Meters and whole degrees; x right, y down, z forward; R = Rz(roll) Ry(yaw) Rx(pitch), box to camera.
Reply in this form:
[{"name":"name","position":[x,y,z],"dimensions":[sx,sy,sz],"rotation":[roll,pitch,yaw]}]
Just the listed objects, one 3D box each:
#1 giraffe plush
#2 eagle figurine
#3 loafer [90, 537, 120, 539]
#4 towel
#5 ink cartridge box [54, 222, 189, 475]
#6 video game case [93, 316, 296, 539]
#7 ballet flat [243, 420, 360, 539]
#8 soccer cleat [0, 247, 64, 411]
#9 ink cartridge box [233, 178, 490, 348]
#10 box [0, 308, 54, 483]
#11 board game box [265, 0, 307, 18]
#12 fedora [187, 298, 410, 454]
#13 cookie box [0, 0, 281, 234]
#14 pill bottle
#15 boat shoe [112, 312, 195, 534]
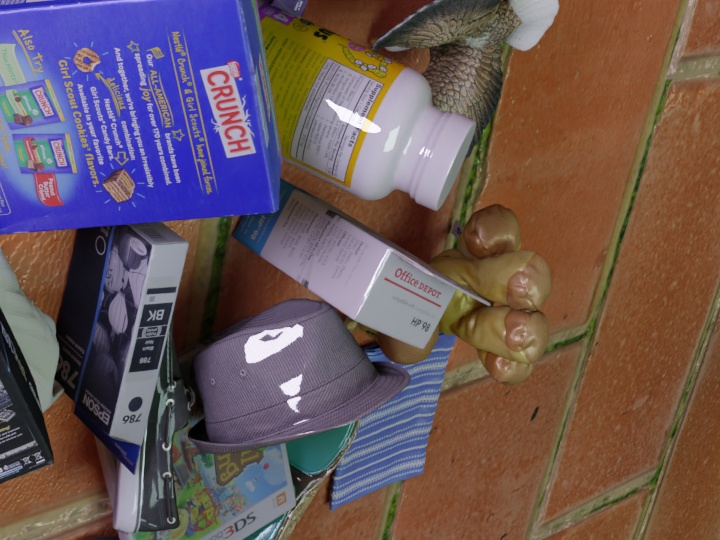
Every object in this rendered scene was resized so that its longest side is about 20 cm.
[{"name":"giraffe plush","position":[0.067,0.026,1.265],"dimensions":[0.160,0.200,0.175],"rotation":[-12,121,-22]},{"name":"eagle figurine","position":[0.074,-0.192,1.119],"dimensions":[0.151,0.201,0.150],"rotation":[40,127,-22]},{"name":"loafer","position":[-0.197,0.304,1.222],"dimensions":[0.072,0.063,0.200],"rotation":[-51,143,-8]},{"name":"towel","position":[0.036,0.155,1.423],"dimensions":[0.144,0.024,0.203],"rotation":[-15,126,-42]},{"name":"ink cartridge box","position":[-0.192,0.050,1.019],"dimensions":[0.039,0.099,0.203],"rotation":[-6,118,-44]},{"name":"video game case","position":[-0.144,0.167,1.185],"dimensions":[0.181,0.022,0.203],"rotation":[-27,120,-35]},{"name":"ballet flat","position":[-0.064,0.199,1.317],"dimensions":[0.201,0.070,0.065],"rotation":[-53,171,-3]},{"name":"soccer cleat","position":[-0.259,0.036,0.962],"dimensions":[0.077,0.069,0.202],"rotation":[-33,144,-33]},{"name":"ink cartridge box","position":[0.000,0.000,1.122],"dimensions":[0.115,0.199,0.067],"rotation":[26,96,-53]},{"name":"box","position":[-0.320,0.081,0.849],"dimensions":[0.198,0.086,0.165],"rotation":[-22,134,-9]},{"name":"board game box","position":[-0.025,-0.288,0.965],"dimensions":[0.032,0.120,0.202],"rotation":[19,102,-21]},{"name":"fedora","position":[-0.065,0.079,1.101],"dimensions":[0.176,0.198,0.091],"rotation":[-29,101,-47]},{"name":"cookie box","position":[-0.159,-0.115,0.866],"dimensions":[0.197,0.076,0.173],"rotation":[-3,130,4]},{"name":"pill bottle","position":[-0.016,-0.120,1.003],"dimensions":[0.105,0.198,0.104],"rotation":[-62,172,-15]},{"name":"boat shoe","position":[-0.165,0.116,1.080],"dimensions":[0.056,0.069,0.203],"rotation":[5,101,-13]}]
